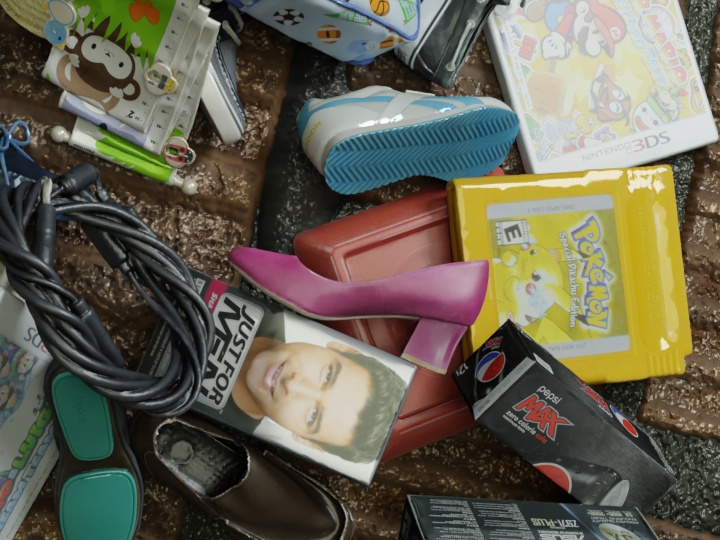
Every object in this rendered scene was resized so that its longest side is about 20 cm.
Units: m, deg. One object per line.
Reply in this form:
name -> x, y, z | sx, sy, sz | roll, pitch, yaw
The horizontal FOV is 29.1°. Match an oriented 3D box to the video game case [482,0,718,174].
video game case -> 0.205, -0.185, 1.210 | 0.180, 0.023, 0.203 | -16, 88, -14

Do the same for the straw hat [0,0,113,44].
straw hat -> -0.210, -0.273, 1.049 | 0.198, 0.085, 0.204 | -3, 76, 12

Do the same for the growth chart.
growth chart -> -0.177, -0.161, 1.055 | 0.143, 0.202, 0.018 | 17, 36, 0

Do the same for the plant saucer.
plant saucer -> 0.067, 0.033, 1.150 | 0.197, 0.037, 0.203 | -19, 88, -14

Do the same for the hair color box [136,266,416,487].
hair color box -> -0.065, 0.084, 1.080 | 0.198, 0.061, 0.100 | 23, 80, 3

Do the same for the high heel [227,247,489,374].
high heel -> 0.000, 0.000, 1.079 | 0.198, 0.067, 0.097 | 24, 94, 1

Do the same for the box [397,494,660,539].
box -> 0.124, 0.272, 1.082 | 0.197, 0.086, 0.166 | 6, 110, -13

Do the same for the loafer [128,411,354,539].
loafer -> -0.093, 0.172, 1.080 | 0.198, 0.071, 0.074 | 27, 79, -9

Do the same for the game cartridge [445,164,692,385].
game cartridge -> 0.175, 0.006, 1.144 | 0.197, 0.032, 0.179 | -5, 86, -13

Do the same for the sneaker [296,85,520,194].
sneaker -> 0.043, -0.118, 1.136 | 0.198, 0.081, 0.077 | -7, 130, -31

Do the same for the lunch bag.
lunch bag -> -0.031, -0.261, 1.094 | 0.199, 0.075, 0.163 | 19, 61, -44

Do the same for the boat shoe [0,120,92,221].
boat shoe -> -0.298, -0.089, 1.050 | 0.197, 0.084, 0.070 | 16, 93, -14

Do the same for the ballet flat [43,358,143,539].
ballet flat -> -0.199, 0.134, 1.048 | 0.072, 0.073, 0.202 | -9, 123, -14

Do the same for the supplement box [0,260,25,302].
supplement box -> -0.312, -0.006, 0.963 | 0.125, 0.200, 0.074 | 29, 77, 22

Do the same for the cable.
cable -> -0.179, 0.015, 0.989 | 0.051, 0.163, 0.202 | -32, 86, 23

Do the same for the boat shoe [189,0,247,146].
boat shoe -> -0.112, -0.208, 1.110 | 0.092, 0.075, 0.202 | -24, 90, -7

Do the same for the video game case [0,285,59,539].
video game case -> -0.271, 0.126, 0.995 | 0.023, 0.182, 0.202 | 24, 78, 21

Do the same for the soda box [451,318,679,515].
soda box -> 0.165, 0.127, 1.103 | 0.071, 0.064, 0.199 | -45, 121, 12

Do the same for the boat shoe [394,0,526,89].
boat shoe -> 0.108, -0.244, 1.143 | 0.068, 0.074, 0.200 | 35, 93, 9
